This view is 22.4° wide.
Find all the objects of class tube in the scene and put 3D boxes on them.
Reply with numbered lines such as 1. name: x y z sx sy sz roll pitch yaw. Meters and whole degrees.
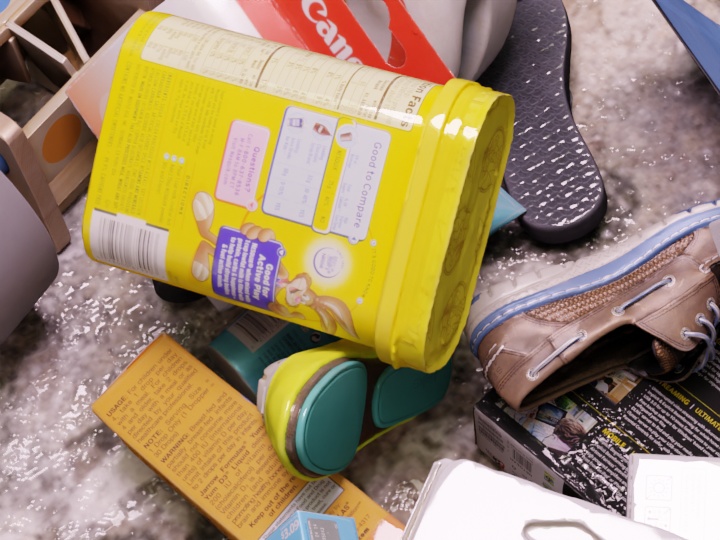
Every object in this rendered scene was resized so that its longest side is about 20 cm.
1. tube: 0.000 0.000 1.070 0.200 0.050 0.077 -40 76 -13

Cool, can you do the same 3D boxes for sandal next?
1. sandal: 0.104 -0.102 1.140 0.076 0.043 0.201 -13 62 10

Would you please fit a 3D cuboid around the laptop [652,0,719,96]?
1. laptop: 0.288 -0.121 1.079 0.199 0.116 0.188 -23 59 -7

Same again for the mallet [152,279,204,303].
1. mallet: -0.033 -0.018 1.106 0.199 0.041 0.066 -2 60 1

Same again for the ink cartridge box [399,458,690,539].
1. ink cartridge box: 0.095 0.183 0.863 0.145 0.200 0.088 17 62 17

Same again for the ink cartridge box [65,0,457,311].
1. ink cartridge box: -0.054 -0.091 1.009 0.162 0.200 0.050 55 39 2

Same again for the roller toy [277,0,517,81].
1. roller toy: -0.011 -0.164 1.070 0.182 0.200 0.140 -19 18 35

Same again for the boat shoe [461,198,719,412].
1. boat shoe: 0.159 0.023 0.978 0.199 0.072 0.073 -22 60 1

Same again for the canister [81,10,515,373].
1. canister: -0.035 -0.046 0.951 0.199 0.087 0.149 17 99 16

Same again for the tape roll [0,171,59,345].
1. tape roll: -0.273 -0.035 1.047 0.200 0.201 0.066 26 65 21

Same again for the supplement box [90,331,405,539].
1. supplement box: -0.055 0.120 0.998 0.200 0.067 0.069 35 76 25

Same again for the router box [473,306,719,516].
1. router box: 0.183 0.098 0.993 0.149 0.051 0.200 -40 62 -19

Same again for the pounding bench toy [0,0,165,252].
1. pounding bench toy: -0.236 -0.131 1.148 0.200 0.124 0.156 31 67 24

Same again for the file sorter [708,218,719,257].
1. file sorter: 0.308 0.003 0.925 0.199 0.124 0.139 -16 82 -32

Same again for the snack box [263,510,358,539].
1. snack box: -0.058 0.215 0.880 0.037 0.200 0.117 12 49 -34

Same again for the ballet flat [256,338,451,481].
1. ballet flat: -0.016 0.067 0.979 0.067 0.200 0.067 10 102 24

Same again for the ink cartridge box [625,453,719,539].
1. ink cartridge box: 0.228 0.132 0.865 0.199 0.109 0.051 1 63 11
